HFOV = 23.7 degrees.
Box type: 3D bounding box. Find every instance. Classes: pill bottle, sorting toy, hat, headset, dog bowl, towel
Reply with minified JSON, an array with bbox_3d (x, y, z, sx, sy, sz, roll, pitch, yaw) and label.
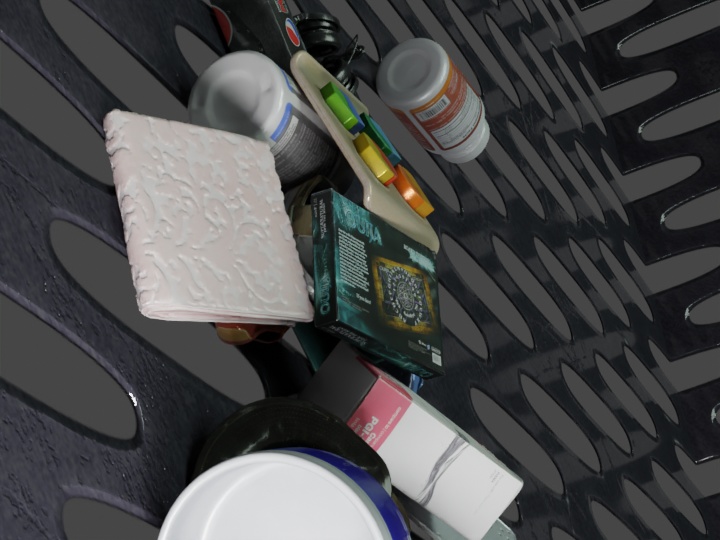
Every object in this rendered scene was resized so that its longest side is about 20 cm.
[{"bbox_3d":[0.110,-0.237,2.452,0.200,0.111,0.113,44,31,-54],"label":"pill bottle"},{"bbox_3d":[-0.087,-0.140,1.797,0.200,0.113,0.115,37,37,-59],"label":"pill bottle"},{"bbox_3d":[0.011,-0.123,1.781,0.185,0.036,0.201,36,24,-60],"label":"sorting toy"},{"bbox_3d":[-0.070,0.218,1.510,0.199,0.081,0.202,10,57,-16],"label":"hat"},{"bbox_3d":[-0.056,-0.253,2.103,0.200,0.093,0.124,-27,101,-56],"label":"headset"},{"bbox_3d":[-0.059,0.241,1.349,0.079,0.199,0.202,7,65,-72],"label":"dog bowl"},{"bbox_3d":[-0.141,-0.044,1.570,0.190,0.032,0.201,8,57,-42],"label":"towel"}]

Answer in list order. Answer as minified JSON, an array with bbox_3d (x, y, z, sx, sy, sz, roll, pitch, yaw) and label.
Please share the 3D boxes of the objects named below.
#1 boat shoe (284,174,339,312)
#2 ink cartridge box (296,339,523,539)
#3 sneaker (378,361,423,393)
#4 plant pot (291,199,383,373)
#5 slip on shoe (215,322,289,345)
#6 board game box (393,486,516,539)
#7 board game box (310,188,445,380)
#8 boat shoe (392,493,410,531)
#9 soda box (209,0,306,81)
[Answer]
[{"bbox_3d":[-0.048,-0.032,1.695,0.075,0.068,0.200,34,20,-27],"label":"boat shoe"},{"bbox_3d":[0.049,0.172,1.723,0.200,0.083,0.146,38,-1,-20],"label":"ink cartridge box"},{"bbox_3d":[0.042,0.110,1.969,0.201,0.073,0.082,-88,153,-47],"label":"sneaker"},{"bbox_3d":[0.000,0.000,1.875,0.200,0.140,0.142,-76,142,-68],"label":"plant pot"},{"bbox_3d":[-0.093,0.039,1.682,0.200,0.073,0.062,-9,101,-72],"label":"slip on shoe"},{"bbox_3d":[0.091,0.269,1.850,0.200,0.026,0.200,41,13,-8],"label":"board game box"},{"bbox_3d":[0.019,0.016,1.672,0.200,0.028,0.136,30,51,-52],"label":"board game box"},{"bbox_3d":[-0.022,0.230,1.679,0.200,0.071,0.065,44,35,-33],"label":"boat shoe"},{"bbox_3d":[-0.120,-0.287,1.919,0.201,0.070,0.063,68,18,-7],"label":"soda box"}]
